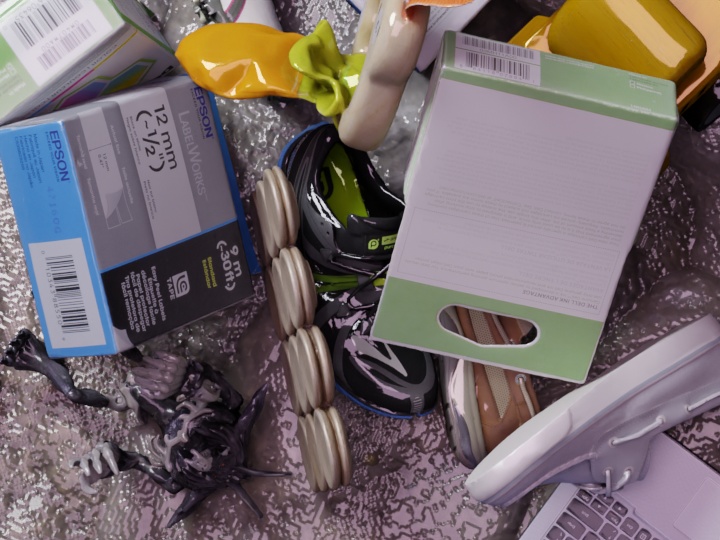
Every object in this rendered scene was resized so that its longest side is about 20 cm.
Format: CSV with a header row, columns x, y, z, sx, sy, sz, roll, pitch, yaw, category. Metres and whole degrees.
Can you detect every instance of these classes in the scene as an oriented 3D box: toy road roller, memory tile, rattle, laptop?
x,y,z,sx,sy,sz,roll,pitch,yaw,category
0.147,-0.117,1.508,0.200,0.146,0.123,-44,80,2,toy road roller
-0.038,0.040,1.520,0.017,0.153,0.202,-12,84,-9,memory tile
-0.017,-0.156,1.418,0.142,0.200,0.131,31,79,-2,rattle
0.173,0.213,1.487,0.187,0.116,0.201,37,91,10,laptop

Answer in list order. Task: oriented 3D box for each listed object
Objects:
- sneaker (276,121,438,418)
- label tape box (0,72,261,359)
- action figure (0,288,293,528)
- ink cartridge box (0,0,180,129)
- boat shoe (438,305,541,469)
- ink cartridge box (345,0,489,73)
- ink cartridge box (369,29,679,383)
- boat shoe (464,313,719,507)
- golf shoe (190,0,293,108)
x,y,z,sx,sy,sz,roll,pitch,yaw,category
0.000,0.000,1.546,0.070,0.083,0.201,-14,81,-27,sneaker
-0.123,-0.042,1.502,0.066,0.199,0.144,-6,101,40,label tape box
-0.141,0.091,1.555,0.199,0.102,0.119,36,105,10,action figure
-0.179,-0.130,1.533,0.104,0.200,0.059,-36,82,4,ink cartridge box
0.080,0.023,1.538,0.071,0.076,0.202,-8,102,-1,boat shoe
0.013,-0.245,1.548,0.200,0.076,0.136,44,91,-10,ink cartridge box
0.095,-0.035,1.464,0.144,0.048,0.201,12,126,-5,ink cartridge box
0.156,0.101,1.504,0.199,0.072,0.069,-31,89,-29,boat shoe
-0.082,-0.205,1.590,0.088,0.077,0.201,-29,82,-4,golf shoe
